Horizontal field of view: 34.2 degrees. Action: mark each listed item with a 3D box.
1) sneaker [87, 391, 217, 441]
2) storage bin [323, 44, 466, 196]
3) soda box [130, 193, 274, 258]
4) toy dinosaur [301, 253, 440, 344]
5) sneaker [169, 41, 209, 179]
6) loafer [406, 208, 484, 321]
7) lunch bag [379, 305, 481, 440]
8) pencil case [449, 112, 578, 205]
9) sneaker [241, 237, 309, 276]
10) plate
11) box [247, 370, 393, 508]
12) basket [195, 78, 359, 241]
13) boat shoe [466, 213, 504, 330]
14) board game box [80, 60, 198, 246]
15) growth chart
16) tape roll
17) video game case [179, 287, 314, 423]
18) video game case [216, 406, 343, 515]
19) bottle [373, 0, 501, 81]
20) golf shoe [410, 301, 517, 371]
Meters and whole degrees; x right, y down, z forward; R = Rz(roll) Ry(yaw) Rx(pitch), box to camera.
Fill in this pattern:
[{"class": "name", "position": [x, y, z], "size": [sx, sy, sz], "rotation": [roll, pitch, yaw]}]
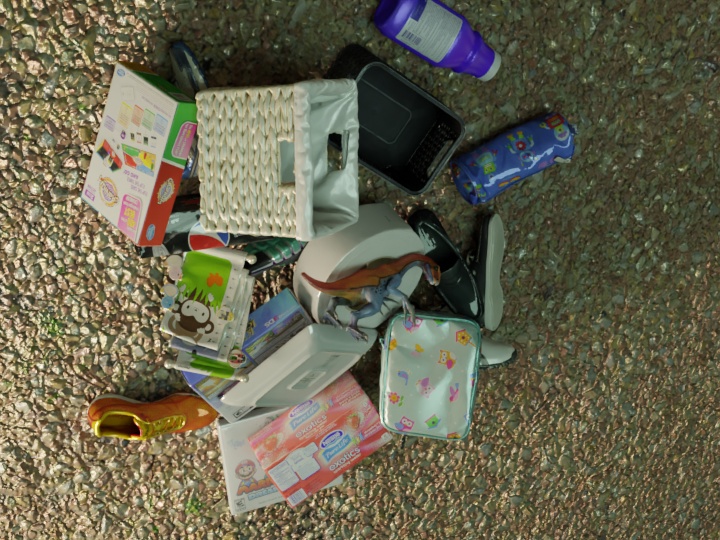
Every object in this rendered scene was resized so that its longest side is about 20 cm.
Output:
[{"class": "sneaker", "position": [-0.313, 0.231, 1.779], "size": [0.198, 0.077, 0.074], "rotation": [-2, 120, -21]}, {"class": "storage bin", "position": [0.036, -0.216, 1.689], "size": [0.199, 0.094, 0.136], "rotation": [29, 102, -32]}, {"class": "soda box", "position": [-0.226, -0.070, 1.665], "size": [0.198, 0.071, 0.064], "rotation": [-9, 115, -19]}, {"class": "toy dinosaur", "position": [0.035, 0.021, 1.685], "size": [0.182, 0.105, 0.201], "rotation": [-50, 137, -22]}, {"class": "sneaker", "position": [-0.239, -0.209, 1.589], "size": [0.085, 0.077, 0.201], "rotation": [-16, 120, -10]}, {"class": "loafer", "position": [0.132, -0.002, 1.820], "size": [0.068, 0.070, 0.201], "rotation": [-28, 104, 8]}, {"class": "lunch bag", "position": [0.104, 0.156, 1.819], "size": [0.159, 0.077, 0.202], "rotation": [6, 95, 6]}, {"class": "pencil case", "position": [0.239, -0.171, 1.803], "size": [0.199, 0.087, 0.078], "rotation": [-26, 156, -8]}, {"class": "sneaker", "position": [-0.087, -0.032, 1.745], "size": [0.199, 0.074, 0.088], "rotation": [-33, 128, -5]}, {"class": "plate", "position": [-0.084, 0.153, 1.770], "size": [0.200, 0.032, 0.199], "rotation": [-40, 156, 21]}, {"class": "box", "position": [-0.065, 0.267, 1.865], "size": [0.199, 0.095, 0.103], "rotation": [-35, 124, -4]}, {"class": "basket", "position": [-0.102, -0.149, 1.532], "size": [0.159, 0.200, 0.200], "rotation": [2, 100, 19]}, {"class": "boat shoe", "position": [0.196, 0.001, 1.887], "size": [0.074, 0.060, 0.201], "rotation": [-45, 139, -50]}, {"class": "board game box", "position": [-0.292, -0.155, 1.545], "size": [0.040, 0.153, 0.201], "rotation": [-1, 119, -46]}, {"class": "growth chart", "position": [-0.221, 0.055, 1.684], "size": [0.143, 0.018, 0.202], "rotation": [5, 83, 4]}, {"class": "tape roll", "position": [0.000, 0.000, 1.759], "size": [0.201, 0.071, 0.203], "rotation": [-25, 140, -23]}, {"class": "video game case", "position": [-0.155, 0.132, 1.771], "size": [0.199, 0.046, 0.181], "rotation": [-36, 152, -3]}, {"class": "video game case", "position": [-0.129, 0.300, 1.924], "size": [0.198, 0.024, 0.183], "rotation": [-13, 119, -16]}, {"class": "bottle", "position": [0.115, -0.336, 1.677], "size": [0.199, 0.065, 0.084], "rotation": [24, 105, -31]}, {"class": "golf shoe", "position": [0.157, 0.103, 1.880], "size": [0.198, 0.078, 0.095], "rotation": [9, 104, 3]}]
